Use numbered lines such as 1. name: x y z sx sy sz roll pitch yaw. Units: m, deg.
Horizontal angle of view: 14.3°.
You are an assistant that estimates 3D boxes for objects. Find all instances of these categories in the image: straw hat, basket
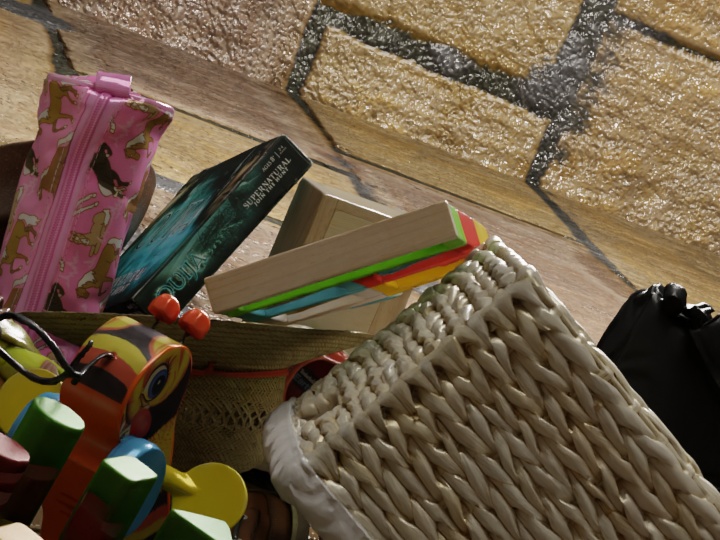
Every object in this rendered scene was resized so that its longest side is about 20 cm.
1. straw hat: -0.088 0.071 1.528 0.200 0.086 0.201 3 -3 0
2. basket: 0.073 0.111 1.397 0.200 0.161 0.198 50 1 -6

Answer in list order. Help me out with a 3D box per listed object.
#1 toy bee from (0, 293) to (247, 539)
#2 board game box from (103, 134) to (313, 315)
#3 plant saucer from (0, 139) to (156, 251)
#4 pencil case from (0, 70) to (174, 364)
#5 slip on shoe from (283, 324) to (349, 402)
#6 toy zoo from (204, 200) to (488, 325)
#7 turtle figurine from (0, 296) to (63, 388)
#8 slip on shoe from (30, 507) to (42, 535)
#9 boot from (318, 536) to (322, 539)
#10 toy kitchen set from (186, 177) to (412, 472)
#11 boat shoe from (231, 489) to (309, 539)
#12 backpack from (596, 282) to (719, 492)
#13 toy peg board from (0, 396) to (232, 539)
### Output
1. toy bee: -0.103 0.070 1.304 0.131 0.200 0.109 39 55 6
2. board game box: -0.109 -0.015 1.729 0.028 0.135 0.200 44 -17 -10
3. plant saucer: -0.217 -0.019 1.743 0.200 0.200 0.037 10 57 -52
4. pencil case: -0.170 -0.016 1.633 0.083 0.201 0.086 20 -3 -40
5. slip on shoe: 0.017 0.110 1.649 0.200 0.074 0.061 44 0 -16
6. toy zoo: 0.000 0.000 1.512 0.130 0.021 0.200 -17 -6 8
7. turtle figurine: -0.185 0.051 1.455 0.160 0.065 0.200 22 -23 7
8. slip on shoe: -0.202 0.093 1.393 0.199 0.061 0.076 16 11 -32
9. boot: 0.074 0.175 1.549 0.154 0.077 0.200 7 29 -30
10. toy kitchen set: -0.025 0.031 1.775 0.162 0.181 0.200 18 10 -28
11. boat shoe: -0.064 0.145 1.388 0.068 0.072 0.200 15 6 -11
12. backpack: 0.226 0.115 1.787 0.199 0.167 0.127 30 6 -8
13. toy peg board: -0.122 0.137 1.140 0.199 0.098 0.199 34 12 15
